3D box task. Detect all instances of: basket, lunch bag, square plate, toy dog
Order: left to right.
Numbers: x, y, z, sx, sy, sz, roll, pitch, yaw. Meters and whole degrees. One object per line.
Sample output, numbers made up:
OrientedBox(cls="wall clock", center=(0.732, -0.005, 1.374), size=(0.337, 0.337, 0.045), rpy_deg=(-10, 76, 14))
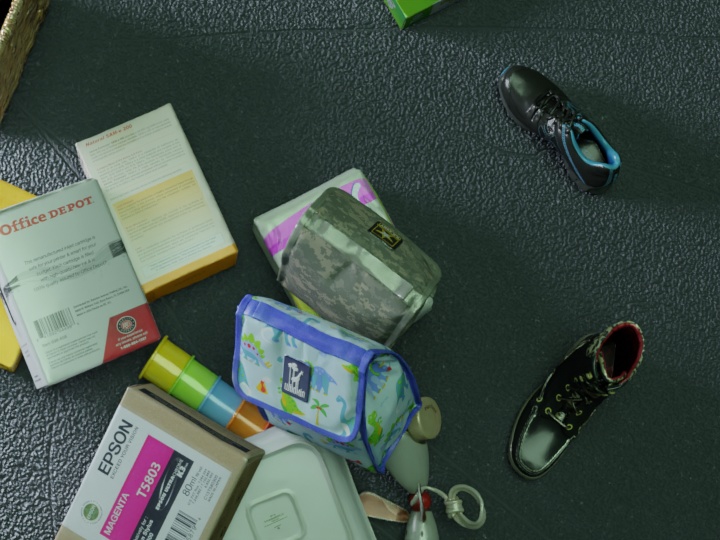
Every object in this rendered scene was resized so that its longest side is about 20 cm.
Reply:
OrientedBox(cls="basket", center=(-0.464, -0.288, 1.644), size=(0.141, 0.149, 0.202), rpy_deg=(20, 77, -4))
OrientedBox(cls="square plate", center=(-0.095, 0.285, 1.607), size=(0.198, 0.028, 0.200), rpy_deg=(-21, 92, -5))
OrientedBox(cls="lunch bag", center=(-0.040, 0.114, 1.517), size=(0.168, 0.201, 0.128), rpy_deg=(21, 63, 24))
OrientedBox(cls="lunch bag", center=(0.000, 0.000, 1.554), size=(0.163, 0.200, 0.118), rpy_deg=(38, 77, 3))
OrientedBox(cls="toy dog", center=(0.046, 0.238, 1.622), size=(0.096, 0.132, 0.202), rpy_deg=(-8, 67, -50))

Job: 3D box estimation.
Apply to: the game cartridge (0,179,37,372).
OrientedBox(cls="game cartridge", center=(-0.444, -0.006, 1.649), size=(0.175, 0.032, 0.202), rpy_deg=(25, 73, -2))

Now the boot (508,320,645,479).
OrientedBox(cls="boot", center=(0.253, 0.149, 1.650), size=(0.073, 0.154, 0.204), rpy_deg=(36, 75, 1))

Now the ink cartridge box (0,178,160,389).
OrientedBox(cls="ink cartridge box", center=(-0.337, 0.015, 1.605), size=(0.143, 0.084, 0.202), rpy_deg=(-22, 91, -23))

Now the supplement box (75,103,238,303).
OrientedBox(cls="supplement box", center=(-0.243, -0.078, 1.669), size=(0.125, 0.074, 0.202), rpy_deg=(-23, 82, -12))

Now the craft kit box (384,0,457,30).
OrientedBox(cls="craft kit box", center=(0.088, -0.444, 1.814), size=(0.196, 0.049, 0.201), rpy_deg=(-30, 83, -10))

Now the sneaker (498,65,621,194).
OrientedBox(cls="sneaker", center=(0.257, -0.189, 1.762), size=(0.073, 0.082, 0.200), rpy_deg=(-43, 86, -13))

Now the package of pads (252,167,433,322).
OrientedBox(cls="package of pads", center=(-0.019, -0.006, 1.690), size=(0.153, 0.068, 0.202), rpy_deg=(-27, 84, -12))

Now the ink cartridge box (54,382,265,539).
OrientedBox(cls="ink cartridge box", center=(-0.224, 0.252, 1.557), size=(0.163, 0.075, 0.202), rpy_deg=(27, 94, 11))

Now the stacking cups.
OrientedBox(cls="stacking cups", center=(-0.161, 0.153, 1.642), size=(0.199, 0.061, 0.061), rpy_deg=(32, 75, -4))
